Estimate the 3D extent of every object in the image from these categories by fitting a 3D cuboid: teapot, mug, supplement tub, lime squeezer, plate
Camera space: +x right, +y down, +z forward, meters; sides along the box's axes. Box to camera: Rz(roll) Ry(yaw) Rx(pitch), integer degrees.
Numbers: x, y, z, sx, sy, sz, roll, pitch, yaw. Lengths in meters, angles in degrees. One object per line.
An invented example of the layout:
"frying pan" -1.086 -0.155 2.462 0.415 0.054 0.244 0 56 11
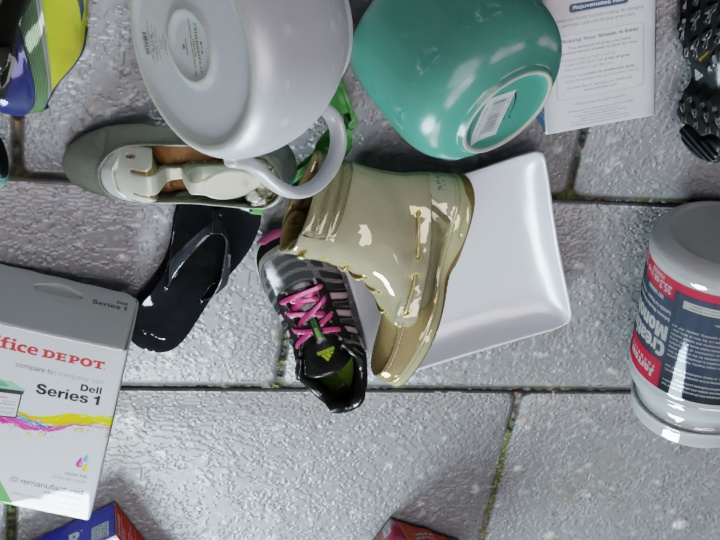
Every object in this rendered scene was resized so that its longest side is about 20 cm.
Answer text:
"teapot" -0.073 -0.183 1.110 0.145 0.198 0.200 -21 156 -37
"mug" 0.089 -0.159 1.152 0.152 0.115 0.185 -42 155 10
"supplement tub" 0.327 0.050 1.354 0.139 0.141 0.201 -3 124 -9
"lime squeezer" -0.035 -0.135 1.220 0.070 0.038 0.201 16 115 -5
"plate" 0.086 -0.007 1.332 0.198 0.032 0.201 -17 125 -1

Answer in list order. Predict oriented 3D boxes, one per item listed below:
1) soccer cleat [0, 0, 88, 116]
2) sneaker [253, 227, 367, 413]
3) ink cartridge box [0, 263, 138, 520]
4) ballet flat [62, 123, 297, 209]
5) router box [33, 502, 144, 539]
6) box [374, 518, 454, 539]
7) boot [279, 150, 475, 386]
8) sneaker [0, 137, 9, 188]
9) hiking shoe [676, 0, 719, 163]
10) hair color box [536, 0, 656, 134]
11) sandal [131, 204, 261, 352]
"soccer cleat" -0.237 -0.210 1.124 0.083 0.065 0.201 4 123 -50
"sneaker" -0.037 0.051 1.312 0.073 0.088 0.201 -20 125 2
"ink cartridge box" -0.289 0.110 1.291 0.144 0.084 0.201 13 121 -8
"ballet flat" -0.152 -0.083 1.192 0.198 0.064 0.068 1 117 2
"router box" -0.294 0.349 1.483 0.199 0.049 0.180 -26 125 6
"box" 0.029 0.375 1.537 0.095 0.100 0.201 21 118 -24
"boot" 0.000 0.000 1.247 0.154 0.073 0.201 9 114 -22
"sneaker" -0.387 -0.111 1.146 0.140 0.078 0.200 -36 113 15
"hiking shoe" 0.323 -0.195 1.244 0.086 0.074 0.201 -20 128 -27
"hair color box" 0.188 -0.220 1.193 0.099 0.061 0.201 -11 125 -5
"sandal" -0.144 -0.002 1.282 0.076 0.043 0.201 17 118 -22
